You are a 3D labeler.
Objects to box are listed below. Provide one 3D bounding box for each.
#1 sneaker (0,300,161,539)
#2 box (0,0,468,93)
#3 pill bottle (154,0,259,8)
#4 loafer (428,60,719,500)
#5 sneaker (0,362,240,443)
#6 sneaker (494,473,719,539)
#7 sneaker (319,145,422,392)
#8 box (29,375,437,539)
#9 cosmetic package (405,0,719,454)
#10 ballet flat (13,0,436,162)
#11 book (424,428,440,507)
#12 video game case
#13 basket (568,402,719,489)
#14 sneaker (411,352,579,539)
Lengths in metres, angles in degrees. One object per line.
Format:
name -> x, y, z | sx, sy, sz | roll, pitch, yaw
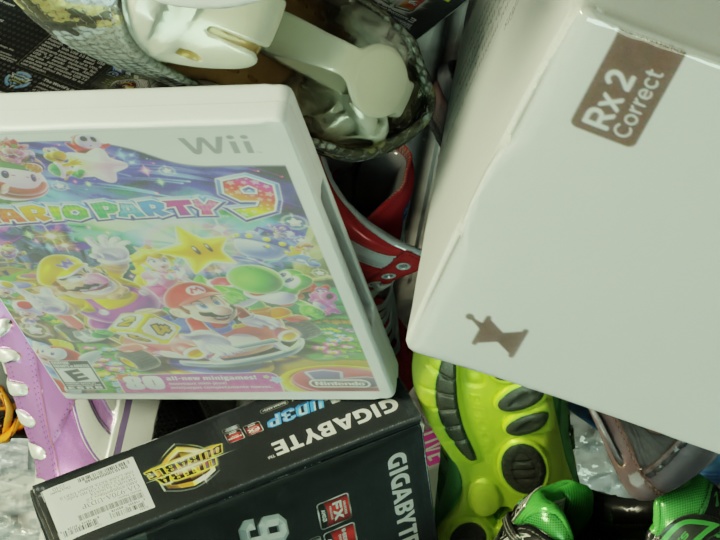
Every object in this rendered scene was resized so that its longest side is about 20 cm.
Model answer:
sneaker -> -0.140, 0.040, 1.003 | 0.114, 0.073, 0.201 | 11, 92, -10
box -> -0.081, -0.108, 0.863 | 0.200, 0.044, 0.160 | 18, 137, -42
pill bottle -> -0.037, -0.177, 0.729 | 0.113, 0.200, 0.114 | 4, 131, 5
loafer -> 0.074, 0.002, 0.897 | 0.072, 0.200, 0.063 | 10, 127, -51
sneaker -> -0.154, 0.050, 1.066 | 0.200, 0.077, 0.078 | 17, 133, -7
sneaker -> 0.070, 0.125, 0.937 | 0.200, 0.078, 0.085 | -18, 106, 27
sneaker -> 0.000, 0.000, 0.966 | 0.112, 0.071, 0.200 | -24, 149, 23
box -> -0.044, 0.141, 0.998 | 0.159, 0.046, 0.200 | -20, 136, -12
cosmetic package -> 0.127, -0.066, 0.809 | 0.165, 0.200, 0.165 | 18, 135, -6
ballet flat -> -0.039, -0.088, 0.797 | 0.072, 0.072, 0.200 | -25, 151, 30
book -> -0.010, 0.147, 1.090 | 0.200, 0.048, 0.134 | -19, 130, -13
video game case -> -0.074, -0.004, 0.868 | 0.143, 0.018, 0.200 | -1, 149, 13
basket -> 0.166, 0.048, 0.962 | 0.200, 0.139, 0.176 | 41, 148, 17
sneaker -> 0.065, 0.069, 1.006 | 0.074, 0.084, 0.200 | 2, 138, 8
